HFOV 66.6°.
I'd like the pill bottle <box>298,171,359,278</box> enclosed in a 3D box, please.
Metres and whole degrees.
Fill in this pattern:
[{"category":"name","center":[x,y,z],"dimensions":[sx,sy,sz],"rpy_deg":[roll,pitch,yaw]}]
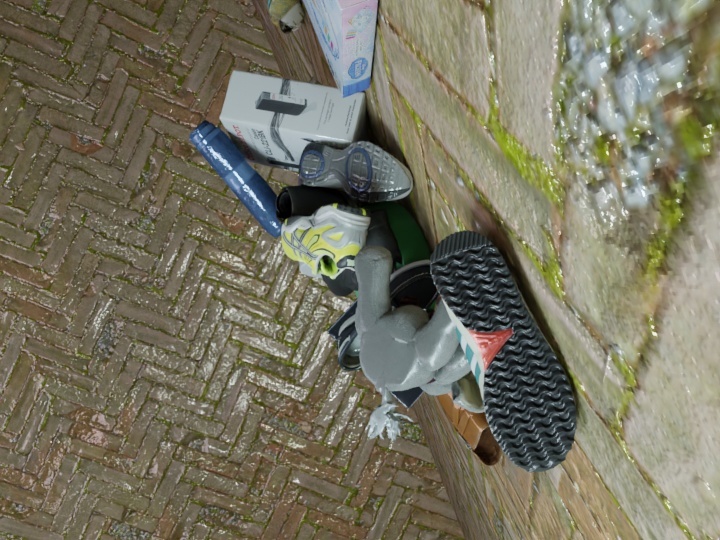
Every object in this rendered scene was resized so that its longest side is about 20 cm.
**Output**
[{"category":"pill bottle","center":[-0.057,-0.095,0.971],"dimensions":[0.114,0.113,0.202],"rpy_deg":[76,-167,-71]}]

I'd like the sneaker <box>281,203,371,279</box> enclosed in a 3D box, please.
[{"category":"sneaker","center":[-0.056,-0.029,0.698],"dimensions":[0.200,0.075,0.077],"rpy_deg":[164,114,-64]}]

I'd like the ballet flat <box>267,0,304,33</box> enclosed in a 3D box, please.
[{"category":"ballet flat","center":[-0.142,-0.509,1.080],"dimensions":[0.200,0.070,0.071],"rpy_deg":[-124,12,-73]}]

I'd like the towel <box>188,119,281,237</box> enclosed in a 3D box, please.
[{"category":"towel","center":[-0.181,-0.141,0.844],"dimensions":[0.200,0.048,0.112],"rpy_deg":[52,173,-20]}]

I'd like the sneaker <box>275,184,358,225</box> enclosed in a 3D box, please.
[{"category":"sneaker","center":[-0.085,-0.108,0.824],"dimensions":[0.200,0.105,0.075],"rpy_deg":[37,114,60]}]

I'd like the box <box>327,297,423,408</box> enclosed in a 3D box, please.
[{"category":"box","center":[0.050,0.146,1.059],"dimensions":[0.200,0.123,0.198],"rpy_deg":[43,173,6]}]

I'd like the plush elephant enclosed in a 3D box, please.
[{"category":"plush elephant","center":[0.080,0.087,0.625],"dimensions":[0.154,0.164,0.202],"rpy_deg":[6,-83,-54]}]

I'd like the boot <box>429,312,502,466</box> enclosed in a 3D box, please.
[{"category":"boot","center":[0.135,0.163,0.759],"dimensions":[0.201,0.073,0.155],"rpy_deg":[57,-176,-33]}]

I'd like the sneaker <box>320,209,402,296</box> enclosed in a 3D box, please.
[{"category":"sneaker","center":[0.000,0.000,0.774],"dimensions":[0.091,0.075,0.200],"rpy_deg":[62,155,17]}]

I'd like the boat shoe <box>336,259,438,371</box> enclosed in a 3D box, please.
[{"category":"boat shoe","center":[0.040,0.066,0.725],"dimensions":[0.075,0.200,0.061],"rpy_deg":[30,-145,-17]}]

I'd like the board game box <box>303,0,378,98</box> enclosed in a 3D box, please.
[{"category":"board game box","center":[-0.039,-0.328,0.608],"dimensions":[0.199,0.043,0.201],"rpy_deg":[97,151,-85]}]

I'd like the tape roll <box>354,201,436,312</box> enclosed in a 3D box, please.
[{"category":"tape roll","center":[0.040,-0.003,0.831],"dimensions":[0.200,0.048,0.202],"rpy_deg":[45,144,47]}]

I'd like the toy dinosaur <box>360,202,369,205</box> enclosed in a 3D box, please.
[{"category":"toy dinosaur","center":[0.003,-0.107,1.025],"dimensions":[0.047,0.088,0.200],"rpy_deg":[13,-150,-46]}]

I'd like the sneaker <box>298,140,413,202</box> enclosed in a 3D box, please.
[{"category":"sneaker","center":[0.001,-0.134,0.745],"dimensions":[0.199,0.087,0.075],"rpy_deg":[24,103,44]}]

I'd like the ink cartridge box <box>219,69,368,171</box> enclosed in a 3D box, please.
[{"category":"ink cartridge box","center":[-0.095,-0.215,0.834],"dimensions":[0.144,0.198,0.084],"rpy_deg":[80,-156,-76]}]

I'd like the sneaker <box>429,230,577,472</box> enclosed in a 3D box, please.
[{"category":"sneaker","center":[0.120,0.060,0.458],"dimensions":[0.201,0.070,0.093],"rpy_deg":[66,-165,1]}]

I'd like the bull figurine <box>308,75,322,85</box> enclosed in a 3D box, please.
[{"category":"bull figurine","center":[-0.059,-0.277,0.973],"dimensions":[0.121,0.065,0.200],"rpy_deg":[35,179,-17]}]
